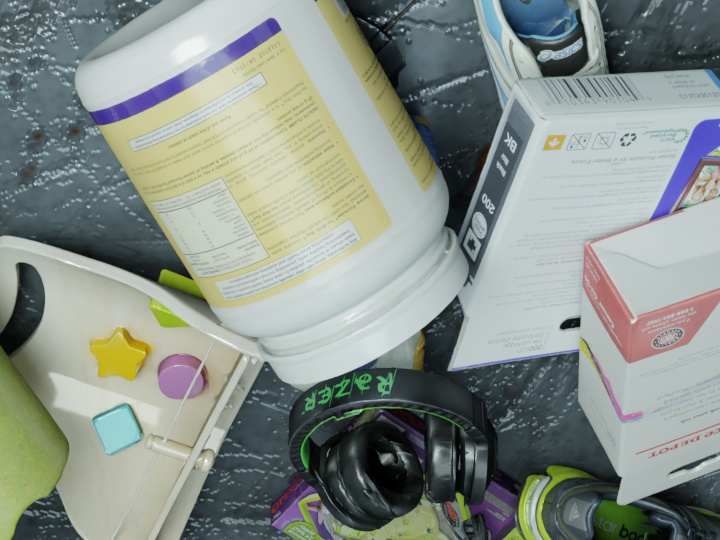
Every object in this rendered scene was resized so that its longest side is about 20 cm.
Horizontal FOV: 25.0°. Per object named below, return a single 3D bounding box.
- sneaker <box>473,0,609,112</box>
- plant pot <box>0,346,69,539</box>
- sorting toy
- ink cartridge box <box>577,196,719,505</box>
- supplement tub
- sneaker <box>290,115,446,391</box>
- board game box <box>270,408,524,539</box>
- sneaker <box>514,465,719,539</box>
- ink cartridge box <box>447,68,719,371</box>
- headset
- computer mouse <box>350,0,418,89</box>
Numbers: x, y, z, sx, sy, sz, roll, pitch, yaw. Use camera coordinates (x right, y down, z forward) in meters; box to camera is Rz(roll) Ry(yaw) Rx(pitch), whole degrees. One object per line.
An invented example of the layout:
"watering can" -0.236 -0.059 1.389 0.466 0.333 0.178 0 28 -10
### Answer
"sneaker" 0.111 -0.116 0.932 0.072 0.073 0.200 -21 121 5
"plant pot" -0.271 0.078 0.918 0.200 0.201 0.184 -35 110 14
"sorting toy" -0.157 0.059 0.996 0.179 0.107 0.200 26 122 -6
"ink cartridge box" 0.197 0.051 0.987 0.116 0.068 0.200 -18 141 -10
"supplement tub" -0.042 -0.056 0.860 0.145 0.145 0.200 -27 107 10
"sneaker" 0.000 0.000 0.984 0.088 0.075 0.201 4 118 -7
"board game box" 0.052 0.178 1.118 0.200 0.032 0.120 35 107 -21
"sneaker" 0.204 0.188 1.092 0.199 0.081 0.074 17 84 -20
"ink cartridge box" 0.154 -0.031 0.955 0.197 0.043 0.200 -6 137 -24
"headset" 0.035 0.134 1.013 0.123 0.094 0.200 -17 142 22
"computer mouse" 0.019 -0.132 0.896 0.059 0.034 0.200 40 131 -15
